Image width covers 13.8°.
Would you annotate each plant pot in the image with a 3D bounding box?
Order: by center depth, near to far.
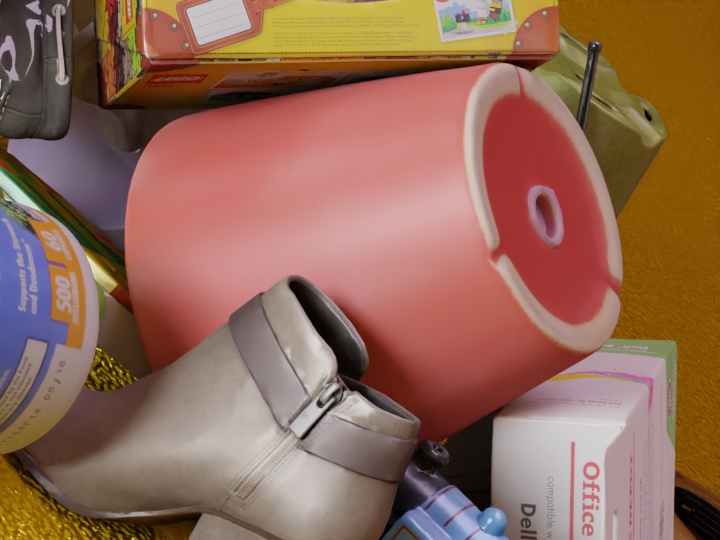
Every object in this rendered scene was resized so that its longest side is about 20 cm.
[{"bbox_3d":[0.016,-0.004,1.407,0.200,0.177,0.201,37,43,-46],"label":"plant pot"},{"bbox_3d":[0.090,-0.058,1.884,0.200,0.184,0.201,35,18,-13],"label":"plant pot"}]

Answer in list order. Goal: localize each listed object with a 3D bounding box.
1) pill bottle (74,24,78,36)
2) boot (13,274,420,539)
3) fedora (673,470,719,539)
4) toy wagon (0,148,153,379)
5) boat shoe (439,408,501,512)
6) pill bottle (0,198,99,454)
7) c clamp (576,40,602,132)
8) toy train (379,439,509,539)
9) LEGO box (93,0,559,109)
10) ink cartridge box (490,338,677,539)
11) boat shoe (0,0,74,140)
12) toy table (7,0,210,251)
[{"bbox_3d":[-0.087,-0.081,1.708,0.200,0.109,0.109,48,20,30],"label":"pill bottle"},{"bbox_3d":[-0.068,0.061,1.319,0.200,0.146,0.070,43,19,17],"label":"boot"},{"bbox_3d":[0.192,0.187,1.647,0.200,0.082,0.201,36,12,-9],"label":"fedora"},{"bbox_3d":[-0.126,0.015,1.439,0.200,0.040,0.155,43,3,14],"label":"toy wagon"},{"bbox_3d":[0.084,0.102,1.610,0.201,0.071,0.066,-77,152,-46],"label":"boat shoe"},{"bbox_3d":[-0.211,0.010,1.218,0.200,0.112,0.112,17,27,-52],"label":"pill bottle"},{"bbox_3d":[0.042,-0.058,1.781,0.199,0.172,0.027,3,1,-10],"label":"c clamp"},{"bbox_3d":[0.042,0.162,1.343,0.200,0.114,0.087,45,17,18],"label":"toy train"},{"bbox_3d":[-0.021,-0.127,1.435,0.199,0.078,0.149,-2,-5,-15],"label":"LEGO box"},{"bbox_3d":[0.107,0.111,1.450,0.067,0.118,0.200,3,13,14],"label":"ink cartridge box"},{"bbox_3d":[-0.159,-0.146,1.486,0.057,0.067,0.201,16,55,-11],"label":"boat shoe"},{"bbox_3d":[-0.106,-0.112,1.578,0.183,0.117,0.200,20,46,9],"label":"toy table"}]
